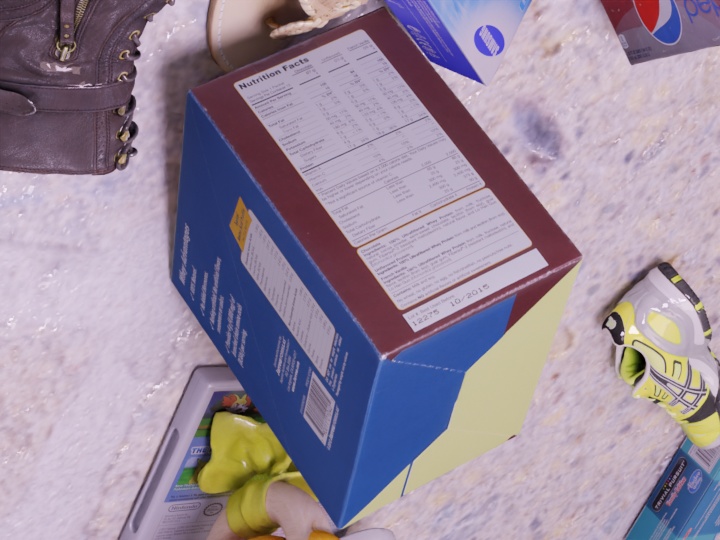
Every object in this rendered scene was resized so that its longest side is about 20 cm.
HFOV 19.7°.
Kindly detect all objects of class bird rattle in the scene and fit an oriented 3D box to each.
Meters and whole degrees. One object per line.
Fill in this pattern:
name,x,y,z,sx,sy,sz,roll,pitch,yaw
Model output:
bird rattle,-0.080,0.199,1.364,0.113,0.163,0.200,31,94,-33

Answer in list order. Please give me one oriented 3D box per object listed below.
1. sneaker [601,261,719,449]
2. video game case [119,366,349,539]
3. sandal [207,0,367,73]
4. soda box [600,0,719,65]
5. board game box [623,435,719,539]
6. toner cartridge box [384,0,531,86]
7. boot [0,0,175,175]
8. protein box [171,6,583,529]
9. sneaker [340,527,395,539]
sneaker,0.240,0.076,1.643,0.076,0.075,0.200,-31,132,-4
video game case,-0.065,0.141,1.458,0.200,0.022,0.183,0,126,-42
sandal,-0.009,-0.182,1.153,0.078,0.070,0.212,14,116,-48
soda box,0.221,-0.178,1.269,0.063,0.200,0.070,-29,99,-19
board game box,0.346,0.195,1.866,0.200,0.047,0.151,2,124,-44
toner cartridge box,0.055,-0.179,1.162,0.095,0.043,0.200,-63,162,-3
boot,-0.126,-0.125,1.090,0.199,0.069,0.174,-2,132,-11
protein box,0.000,0.000,1.198,0.135,0.200,0.199,-25,153,-23
sneaker,-0.024,0.287,1.536,0.200,0.118,0.074,-47,147,19
